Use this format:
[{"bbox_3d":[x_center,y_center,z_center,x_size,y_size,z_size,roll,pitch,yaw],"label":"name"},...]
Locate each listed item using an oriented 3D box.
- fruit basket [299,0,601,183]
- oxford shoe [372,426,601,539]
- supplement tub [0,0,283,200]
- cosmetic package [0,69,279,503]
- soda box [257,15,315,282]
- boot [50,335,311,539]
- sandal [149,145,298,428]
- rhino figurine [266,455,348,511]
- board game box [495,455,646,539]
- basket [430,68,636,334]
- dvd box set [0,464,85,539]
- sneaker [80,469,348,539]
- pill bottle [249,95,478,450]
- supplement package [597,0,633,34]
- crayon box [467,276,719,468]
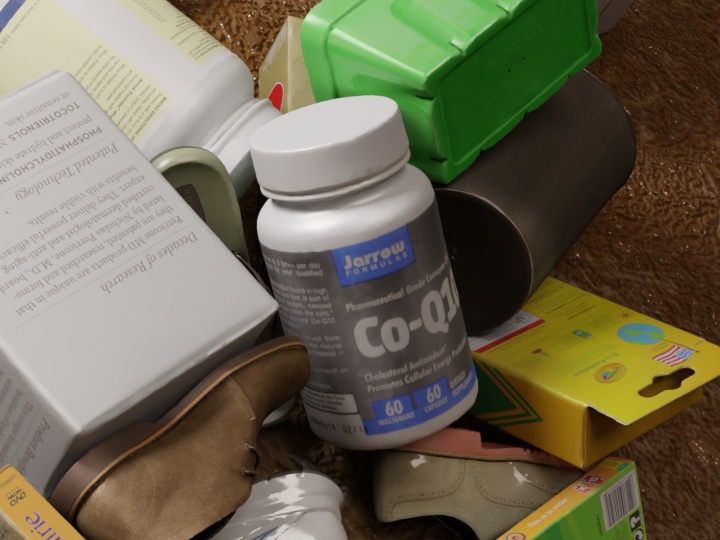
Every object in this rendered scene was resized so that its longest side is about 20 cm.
[{"bbox_3d":[0.034,-0.163,1.293,0.215,0.156,0.216,-7,44,7],"label":"fruit basket"},{"bbox_3d":[0.091,0.149,1.284,0.199,0.071,0.074,13,82,-25],"label":"oxford shoe"},{"bbox_3d":[-0.162,-0.114,1.278,0.200,0.145,0.145,39,48,3],"label":"supplement tub"},{"bbox_3d":[-0.193,0.028,1.142,0.200,0.167,0.166,47,49,10],"label":"cosmetic package"},{"bbox_3d":[-0.032,-0.083,1.379,0.068,0.064,0.200,13,52,-19],"label":"soda box"},{"bbox_3d":[-0.083,0.106,1.100,0.075,0.074,0.200,39,44,14],"label":"boot"},{"bbox_3d":[-0.091,0.020,1.211,0.080,0.201,0.057,-26,29,-14],"label":"sandal"},{"bbox_3d":[-0.029,0.196,1.175,0.087,0.060,0.200,1,52,-14],"label":"rhino figurine"},{"bbox_3d":[0.115,0.205,1.230,0.200,0.030,0.096,-30,118,-42],"label":"board game box"},{"bbox_3d":[0.089,-0.055,1.342,0.180,0.136,0.200,19,35,7],"label":"basket"},{"bbox_3d":[-0.149,0.215,1.041,0.200,0.146,0.029,43,46,8],"label":"dvd box set"},{"bbox_3d":[-0.096,0.181,1.110,0.199,0.075,0.087,-17,58,-9],"label":"sneaker"},{"bbox_3d":[0.000,0.000,1.205,0.114,0.114,0.201,-34,119,-40],"label":"pill bottle"},{"bbox_3d":[0.132,-0.242,1.543,0.200,0.120,0.121,-28,74,-39],"label":"supplement package"},{"bbox_3d":[0.139,0.066,1.297,0.127,0.051,0.200,-23,33,-37],"label":"crayon box"}]
